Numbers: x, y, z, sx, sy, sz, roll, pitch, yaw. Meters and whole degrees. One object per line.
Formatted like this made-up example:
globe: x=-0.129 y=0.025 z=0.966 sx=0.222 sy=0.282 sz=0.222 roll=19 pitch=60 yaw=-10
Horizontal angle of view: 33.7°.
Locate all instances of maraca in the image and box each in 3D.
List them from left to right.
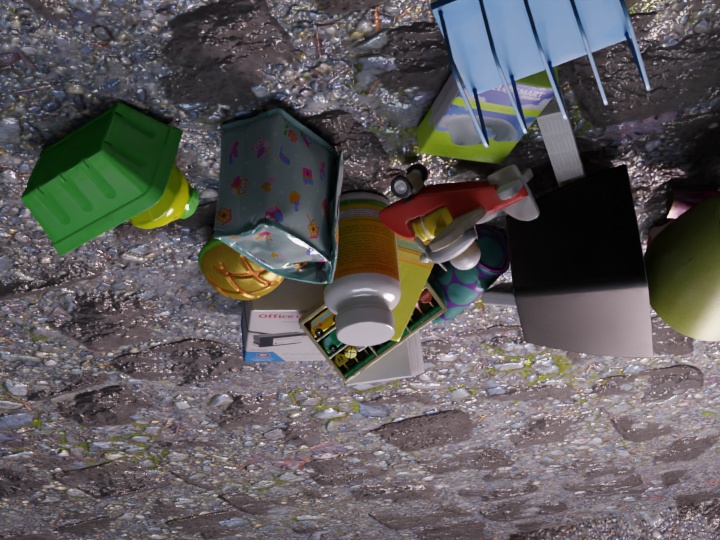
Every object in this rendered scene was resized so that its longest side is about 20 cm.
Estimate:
maraca: x=-0.159 y=-0.024 z=1.719 sx=0.136 sy=0.108 sz=0.200 roll=10 pitch=149 yaw=-23

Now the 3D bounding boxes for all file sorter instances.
file sorter: x=0.198 y=-0.239 z=1.289 sx=0.199 sy=0.123 sz=0.139 roll=-18 pitch=138 yaw=14

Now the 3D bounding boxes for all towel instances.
towel: x=0.059 y=0.008 z=1.781 sx=0.086 sy=0.018 sz=0.201 roll=15 pitch=106 yaw=-26

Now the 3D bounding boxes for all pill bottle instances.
pill bottle: x=0.000 y=0.000 z=1.688 sx=0.110 sy=0.201 sz=0.111 roll=-4 pitch=153 yaw=-2

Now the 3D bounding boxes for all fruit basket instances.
fruit basket: x=-0.298 y=-0.100 z=1.528 sx=0.214 sy=0.156 sz=0.216 roll=6 pitch=140 yaw=5

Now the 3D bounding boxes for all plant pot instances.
plant pot: x=0.299 y=0.000 z=1.640 sx=0.176 sy=0.200 sz=0.200 roll=-8 pitch=144 yaw=10
plant pot: x=0.496 y=-0.025 z=1.606 sx=0.186 sy=0.188 sz=0.200 roll=-3 pitch=158 yaw=-3

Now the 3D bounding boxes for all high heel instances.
high heel: x=0.496 y=-0.054 z=1.809 sx=0.095 sy=0.068 sz=0.201 roll=7 pitch=139 yaw=0

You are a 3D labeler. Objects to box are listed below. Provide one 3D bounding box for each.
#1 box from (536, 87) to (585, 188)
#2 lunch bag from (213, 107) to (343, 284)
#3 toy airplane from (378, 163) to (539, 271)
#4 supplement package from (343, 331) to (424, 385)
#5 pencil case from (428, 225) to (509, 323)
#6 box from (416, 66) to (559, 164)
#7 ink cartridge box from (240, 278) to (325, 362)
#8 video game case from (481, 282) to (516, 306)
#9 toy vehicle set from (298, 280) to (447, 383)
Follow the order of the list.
box: x=0.266 y=-0.170 z=1.574 sx=0.041 sy=0.039 sz=0.200 roll=-14 pitch=152 yaw=14
lunch bag: x=-0.087 y=-0.088 z=1.535 sx=0.121 sy=0.171 sz=0.200 roll=-13 pitch=153 yaw=32
toy airplane: x=0.146 y=-0.070 z=1.589 sx=0.199 sy=0.142 sz=0.199 roll=-15 pitch=-162 yaw=-18
supplement package: x=0.036 y=0.126 z=1.967 sx=0.113 sy=0.110 sz=0.200 roll=-9 pitch=176 yaw=9
pencil case: x=0.153 y=0.009 z=1.856 sx=0.092 sy=0.085 sz=0.200 roll=46 pitch=142 yaw=2
box: x=0.160 y=-0.208 z=1.475 sx=0.121 sy=0.048 sz=0.200 roll=6 pitch=152 yaw=-17
ink cartridge box: x=-0.118 y=0.072 z=1.939 sx=0.144 sy=0.085 sz=0.200 roll=-1 pitch=152 yaw=-9
video game case: x=0.299 y=0.041 z=1.823 sx=0.199 sy=0.022 sz=0.182 roll=5 pitch=-174 yaw=16
toy vehicle set: x=0.019 y=0.067 z=1.832 sx=0.200 sy=0.027 sz=0.124 roll=-37 pitch=105 yaw=8
